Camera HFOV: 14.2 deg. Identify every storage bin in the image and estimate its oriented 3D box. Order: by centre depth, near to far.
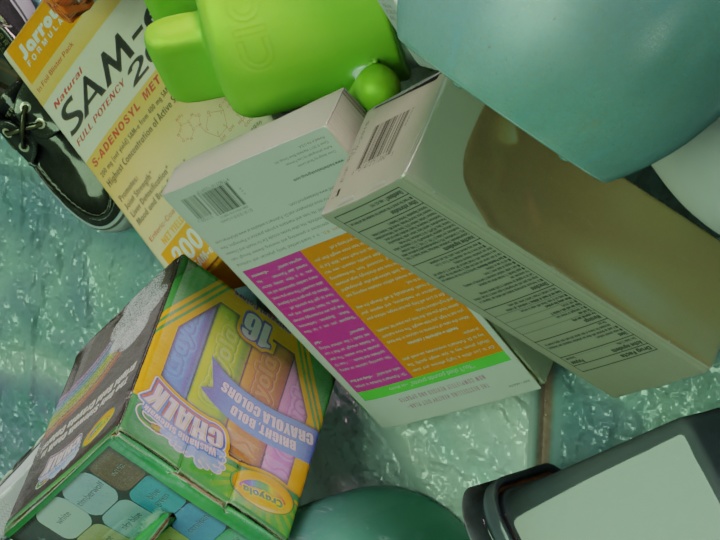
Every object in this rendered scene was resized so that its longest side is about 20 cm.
[{"bbox_3d":[0.164,0.172,1.548,0.134,0.145,0.200,-32,78,24],"label":"storage bin"}]

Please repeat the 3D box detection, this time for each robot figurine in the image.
[{"bbox_3d":[-0.020,-0.154,1.608,0.199,0.116,0.176,-14,59,6],"label":"robot figurine"}]

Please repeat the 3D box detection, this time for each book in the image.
[{"bbox_3d":[0.000,0.000,1.618,0.133,0.048,0.200,-21,122,39],"label":"book"}]

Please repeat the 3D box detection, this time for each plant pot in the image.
[{"bbox_3d":[0.111,-0.141,1.384,0.200,0.200,0.161,38,97,25],"label":"plant pot"}]

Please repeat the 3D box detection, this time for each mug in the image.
[{"bbox_3d":[0.003,0.212,1.672,0.185,0.114,0.153,14,105,33],"label":"mug"}]

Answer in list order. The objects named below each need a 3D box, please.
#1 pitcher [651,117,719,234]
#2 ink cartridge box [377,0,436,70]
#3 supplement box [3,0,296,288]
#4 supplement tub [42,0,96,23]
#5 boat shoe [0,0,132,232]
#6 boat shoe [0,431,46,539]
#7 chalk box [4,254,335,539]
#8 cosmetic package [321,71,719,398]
[{"bbox_3d":[0.204,-0.107,1.491,0.200,0.121,0.172,34,102,39],"label":"pitcher"},{"bbox_3d":[0.069,-0.229,1.482,0.200,0.044,0.174,-35,102,-5],"label":"ink cartridge box"},{"bbox_3d":[-0.107,-0.101,1.728,0.200,0.073,0.126,51,121,18],"label":"supplement box"},{"bbox_3d":[-0.126,-0.242,1.642,0.200,0.123,0.123,-45,67,-5],"label":"supplement tub"},{"bbox_3d":[-0.207,-0.104,1.808,0.069,0.057,0.200,-46,71,31],"label":"boat shoe"},{"bbox_3d":[-0.176,0.117,1.809,0.200,0.071,0.072,-36,105,11],"label":"boat shoe"},{"bbox_3d":[-0.110,0.117,1.656,0.124,0.200,0.124,35,131,-17],"label":"chalk box"},{"bbox_3d":[0.092,-0.017,1.516,0.105,0.200,0.071,-21,41,61],"label":"cosmetic package"}]
